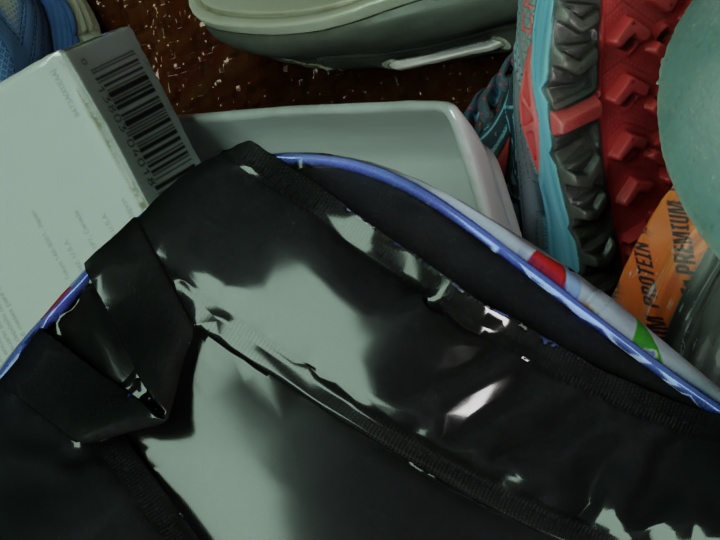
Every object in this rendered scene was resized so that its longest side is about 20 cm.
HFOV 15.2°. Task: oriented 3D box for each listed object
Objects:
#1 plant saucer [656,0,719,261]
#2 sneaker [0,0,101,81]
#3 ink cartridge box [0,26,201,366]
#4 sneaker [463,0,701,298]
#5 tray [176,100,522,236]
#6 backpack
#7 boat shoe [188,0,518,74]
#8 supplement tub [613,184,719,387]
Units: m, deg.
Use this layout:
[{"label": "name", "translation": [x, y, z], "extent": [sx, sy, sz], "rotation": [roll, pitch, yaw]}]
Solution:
[{"label": "plant saucer", "translation": [0.174, -0.051, 0.660], "extent": [0.201, 0.039, 0.201], "rotation": [-2, 47, 2]}, {"label": "sneaker", "translation": [-0.132, -0.008, 0.900], "extent": [0.079, 0.089, 0.200], "rotation": [-14, 79, 31]}, {"label": "ink cartridge box", "translation": [-0.134, 0.016, 0.838], "extent": [0.200, 0.050, 0.109], "rotation": [-25, 95, 25]}, {"label": "sneaker", "translation": [0.049, -0.032, 0.758], "extent": [0.095, 0.079, 0.200], "rotation": [23, 124, 40]}, {"label": "tray", "translation": [0.000, 0.000, 0.791], "extent": [0.200, 0.022, 0.107], "rotation": [3, 113, 62]}, {"label": "backpack", "translation": [0.003, 0.070, 0.633], "extent": [0.190, 0.154, 0.200], "rotation": [44, 82, 2]}, {"label": "boat shoe", "translation": [0.036, -0.086, 0.820], "extent": [0.200, 0.057, 0.067], "rotation": [-8, 46, 36]}, {"label": "supplement tub", "translation": [0.167, 0.044, 0.681], "extent": [0.200, 0.123, 0.123], "rotation": [34, 102, 32]}]
